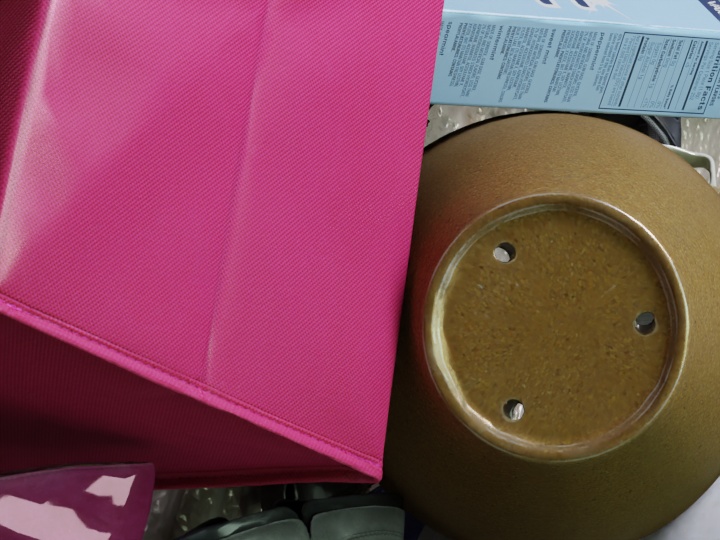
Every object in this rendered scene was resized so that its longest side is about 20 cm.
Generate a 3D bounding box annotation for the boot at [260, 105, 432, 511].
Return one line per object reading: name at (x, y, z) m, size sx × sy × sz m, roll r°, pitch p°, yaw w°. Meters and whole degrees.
boot at (0.000, 0.000, 1.102) m, size 0.200 × 0.069 × 0.175 m, roll -35°, pitch 113°, yaw -37°

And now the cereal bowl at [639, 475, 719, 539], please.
cereal bowl at (0.161, 0.168, 1.100) m, size 0.200 × 0.083 × 0.201 m, roll -2°, pitch 92°, yaw -60°

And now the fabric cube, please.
fabric cube at (-0.107, -0.044, 0.860) m, size 0.200 × 0.195 × 0.201 m, roll 28°, pitch 63°, yaw -47°

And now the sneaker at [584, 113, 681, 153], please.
sneaker at (0.160, -0.105, 1.314) m, size 0.199 × 0.075 × 0.115 m, roll 14°, pitch 74°, yaw -44°

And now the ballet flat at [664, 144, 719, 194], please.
ballet flat at (0.179, -0.027, 1.232) m, size 0.071 × 0.199 × 0.066 m, roll 87°, pitch 23°, yaw -59°

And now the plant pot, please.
plant pot at (0.073, 0.024, 0.941) m, size 0.200 × 0.185 × 0.188 m, roll 31°, pitch 54°, yaw -87°

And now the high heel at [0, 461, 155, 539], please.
high heel at (-0.166, 0.064, 0.820) m, size 0.199 × 0.067 × 0.096 m, roll 31°, pitch 85°, yaw -14°

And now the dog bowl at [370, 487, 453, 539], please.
dog bowl at (0.059, 0.189, 1.120) m, size 0.200 × 0.078 × 0.201 m, roll 11°, pitch 76°, yaw -50°

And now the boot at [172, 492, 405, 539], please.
boot at (0.022, 0.149, 0.977) m, size 0.199 × 0.070 × 0.132 m, roll 3°, pitch 71°, yaw -38°

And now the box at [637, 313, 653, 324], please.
box at (0.204, 0.057, 1.323) m, size 0.200 × 0.097 × 0.125 m, roll -38°, pitch 114°, yaw -48°

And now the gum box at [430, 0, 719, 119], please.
gum box at (0.051, -0.126, 1.055) m, size 0.199 × 0.170 × 0.045 m, roll 2°, pitch 121°, yaw -30°
